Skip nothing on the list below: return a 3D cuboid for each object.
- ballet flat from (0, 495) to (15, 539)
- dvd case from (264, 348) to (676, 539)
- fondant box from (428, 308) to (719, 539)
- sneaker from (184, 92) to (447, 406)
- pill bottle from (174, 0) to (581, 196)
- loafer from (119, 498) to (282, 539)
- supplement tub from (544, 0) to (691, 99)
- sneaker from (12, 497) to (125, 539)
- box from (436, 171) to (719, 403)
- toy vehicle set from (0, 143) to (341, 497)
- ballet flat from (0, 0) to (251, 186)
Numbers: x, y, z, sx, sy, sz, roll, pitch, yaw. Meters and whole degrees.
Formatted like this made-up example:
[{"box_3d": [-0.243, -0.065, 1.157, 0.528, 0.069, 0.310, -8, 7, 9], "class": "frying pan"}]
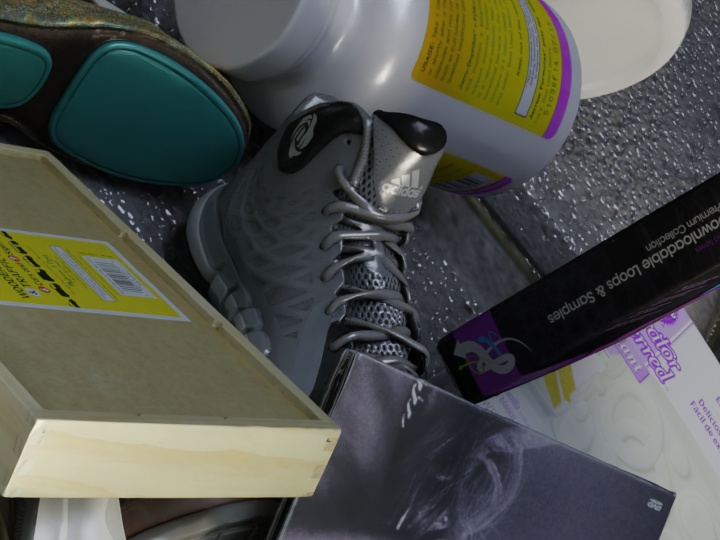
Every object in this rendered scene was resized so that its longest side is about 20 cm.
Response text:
[{"box_3d": [-0.134, 0.110, 0.608, 0.068, 0.063, 0.201, 26, 47, -33], "class": "ballet flat"}, {"box_3d": [0.018, 0.146, 0.679, 0.148, 0.016, 0.201, 25, 85, -27], "class": "dvd case"}, {"box_3d": [0.110, 0.085, 0.910, 0.145, 0.058, 0.200, 57, 36, 0], "class": "fondant box"}, {"box_3d": [0.000, 0.000, 0.735, 0.075, 0.116, 0.200, 19, 29, -39], "class": "sneaker"}, {"box_3d": [0.009, -0.101, 0.866, 0.200, 0.104, 0.105, 16, 53, -53], "class": "pill bottle"}, {"box_3d": [-0.051, 0.087, 0.728, 0.063, 0.072, 0.200, 53, 27, 21], "class": "loafer"}, {"box_3d": [0.108, -0.204, 1.055, 0.122, 0.122, 0.201, 23, 49, -38], "class": "supplement tub"}, {"box_3d": [-0.049, 0.149, 0.606, 0.115, 0.076, 0.202, -5, 87, -8], "class": "sneaker"}, {"box_3d": [0.145, -0.011, 0.805, 0.143, 0.200, 0.036, -17, 76, -52], "class": "box"}, {"box_3d": [-0.110, 0.008, 0.646, 0.124, 0.027, 0.200, 8, 24, -45], "class": "toy vehicle set"}, {"box_3d": [-0.126, -0.087, 0.760, 0.199, 0.071, 0.071, 14, 55, -43], "class": "ballet flat"}]
